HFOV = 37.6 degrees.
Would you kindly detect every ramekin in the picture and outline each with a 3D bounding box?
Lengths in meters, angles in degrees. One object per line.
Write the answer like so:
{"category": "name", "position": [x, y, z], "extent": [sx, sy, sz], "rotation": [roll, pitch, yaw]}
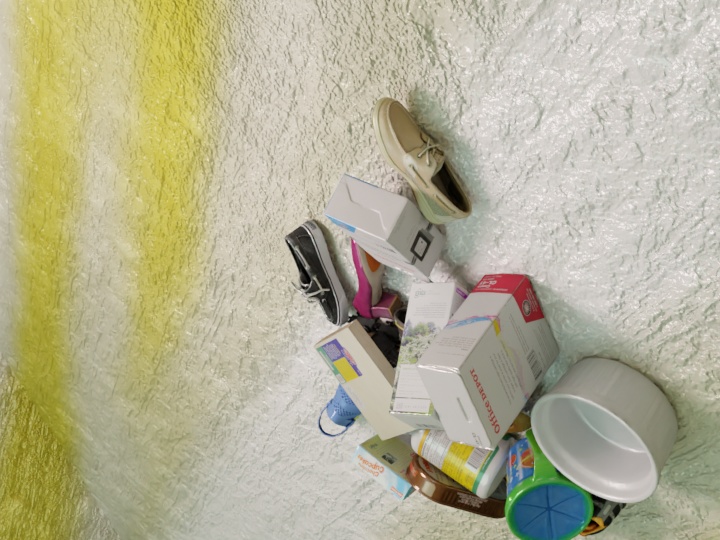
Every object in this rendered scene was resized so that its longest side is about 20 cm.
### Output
{"category": "ramekin", "position": [0.348, 0.220, 1.491], "extent": [0.198, 0.098, 0.203], "rotation": [29, 144, 24]}

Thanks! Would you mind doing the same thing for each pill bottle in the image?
{"category": "pill bottle", "position": [0.155, 0.279, 1.766], "extent": [0.198, 0.113, 0.114], "rotation": [32, 146, 19]}

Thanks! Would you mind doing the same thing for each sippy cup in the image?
{"category": "sippy cup", "position": [0.282, 0.330, 1.639], "extent": [0.137, 0.131, 0.180], "rotation": [21, 118, -14]}

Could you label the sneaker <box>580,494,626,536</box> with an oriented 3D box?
{"category": "sneaker", "position": [0.356, 0.389, 1.692], "extent": [0.078, 0.077, 0.201], "rotation": [38, 149, 7]}

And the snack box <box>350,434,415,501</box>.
{"category": "snack box", "position": [0.070, 0.335, 1.872], "extent": [0.115, 0.199, 0.038], "rotation": [35, 105, 17]}

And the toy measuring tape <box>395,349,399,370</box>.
{"category": "toy measuring tape", "position": [0.052, 0.217, 1.855], "extent": [0.073, 0.074, 0.202], "rotation": [25, 143, 28]}

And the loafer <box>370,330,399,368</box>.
{"category": "loafer", "position": [0.016, 0.164, 1.792], "extent": [0.070, 0.068, 0.201], "rotation": [44, 154, 2]}

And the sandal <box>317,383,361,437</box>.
{"category": "sandal", "position": [-0.027, 0.255, 1.973], "extent": [0.079, 0.087, 0.201], "rotation": [40, 146, 10]}

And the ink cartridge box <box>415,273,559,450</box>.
{"category": "ink cartridge box", "position": [0.180, 0.123, 1.478], "extent": [0.085, 0.200, 0.149], "rotation": [4, 130, 45]}

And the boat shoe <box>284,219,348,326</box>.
{"category": "boat shoe", "position": [-0.076, 0.017, 1.763], "extent": [0.073, 0.067, 0.202], "rotation": [34, 148, 47]}

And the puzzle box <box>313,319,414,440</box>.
{"category": "puzzle box", "position": [0.016, 0.180, 1.722], "extent": [0.201, 0.025, 0.133], "rotation": [54, 148, -4]}

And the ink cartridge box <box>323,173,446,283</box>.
{"category": "ink cartridge box", "position": [0.045, -0.055, 1.516], "extent": [0.114, 0.068, 0.200], "rotation": [24, 172, 30]}

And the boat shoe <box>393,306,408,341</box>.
{"category": "boat shoe", "position": [0.127, 0.097, 1.631], "extent": [0.199, 0.072, 0.061], "rotation": [6, 136, 49]}

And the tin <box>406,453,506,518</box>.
{"category": "tin", "position": [0.173, 0.361, 1.802], "extent": [0.197, 0.042, 0.112], "rotation": [18, -163, -18]}

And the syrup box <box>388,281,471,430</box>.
{"category": "syrup box", "position": [0.108, 0.123, 1.536], "extent": [0.078, 0.204, 0.081], "rotation": [-2, 157, 36]}

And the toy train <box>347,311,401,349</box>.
{"category": "toy train", "position": [0.055, 0.110, 1.768], "extent": [0.198, 0.034, 0.046], "rotation": [16, 148, 39]}

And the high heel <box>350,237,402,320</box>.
{"category": "high heel", "position": [0.000, 0.000, 1.680], "extent": [0.095, 0.068, 0.201], "rotation": [12, 146, 35]}

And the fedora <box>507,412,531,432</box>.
{"category": "fedora", "position": [0.178, 0.186, 1.636], "extent": [0.197, 0.083, 0.201], "rotation": [16, 161, 5]}

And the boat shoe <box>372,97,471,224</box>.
{"category": "boat shoe", "position": [0.085, -0.148, 1.411], "extent": [0.064, 0.072, 0.202], "rotation": [-5, 127, 43]}
